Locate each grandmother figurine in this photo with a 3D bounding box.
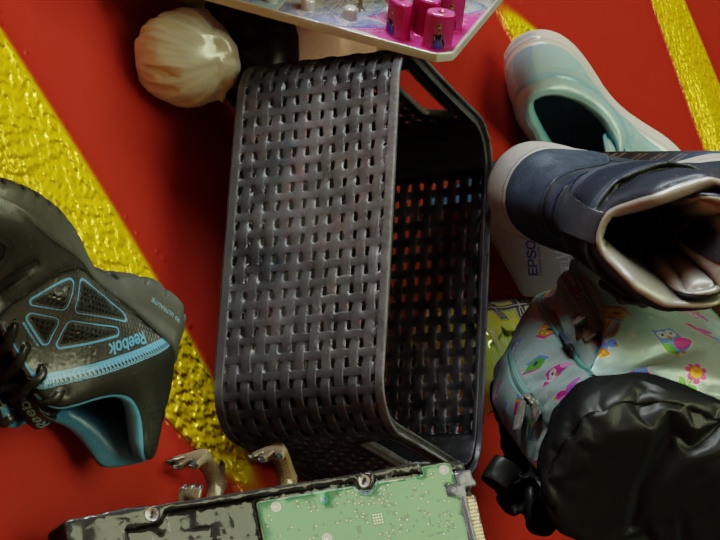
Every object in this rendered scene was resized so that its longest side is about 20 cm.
[{"bbox_3d":[-0.051,-0.124,1.137,0.200,0.061,0.121,-20,90,-55],"label":"grandmother figurine"}]

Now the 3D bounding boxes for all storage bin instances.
[{"bbox_3d":[0.000,0.000,1.069,0.135,0.094,0.200,37,53,-60],"label":"storage bin"}]

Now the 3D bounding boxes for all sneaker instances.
[{"bbox_3d":[-0.146,0.021,0.897,0.200,0.073,0.082,32,50,-44],"label":"sneaker"},{"bbox_3d":[0.165,-0.071,1.415,0.200,0.074,0.082,41,30,-23],"label":"sneaker"},{"bbox_3d":[0.186,-0.020,1.093,0.202,0.146,0.077,3,100,-24],"label":"sneaker"},{"bbox_3d":[0.096,0.044,1.252,0.200,0.076,0.075,-18,91,-56],"label":"sneaker"}]

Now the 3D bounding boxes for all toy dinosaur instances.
[{"bbox_3d":[-0.056,0.137,1.008,0.200,0.058,0.101,-22,107,-51],"label":"toy dinosaur"}]

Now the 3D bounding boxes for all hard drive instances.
[{"bbox_3d":[-0.030,0.166,0.929,0.200,0.038,0.140,-7,77,-25],"label":"hard drive"}]

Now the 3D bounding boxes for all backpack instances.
[{"bbox_3d":[0.149,0.078,1.117,0.167,0.127,0.200,31,14,-18],"label":"backpack"}]

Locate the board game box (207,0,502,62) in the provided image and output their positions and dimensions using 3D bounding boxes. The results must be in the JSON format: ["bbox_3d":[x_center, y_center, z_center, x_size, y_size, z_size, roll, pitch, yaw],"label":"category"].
[{"bbox_3d":[-0.012,-0.185,1.113,0.200,0.200,0.026,-53,156,-54],"label":"board game box"}]

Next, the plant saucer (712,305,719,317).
[{"bbox_3d":[0.221,0.045,1.364,0.048,0.200,0.200,44,31,10],"label":"plant saucer"}]

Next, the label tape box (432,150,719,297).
[{"bbox_3d":[0.156,-0.030,1.287,0.143,0.200,0.066,-31,116,-59],"label":"label tape box"}]
